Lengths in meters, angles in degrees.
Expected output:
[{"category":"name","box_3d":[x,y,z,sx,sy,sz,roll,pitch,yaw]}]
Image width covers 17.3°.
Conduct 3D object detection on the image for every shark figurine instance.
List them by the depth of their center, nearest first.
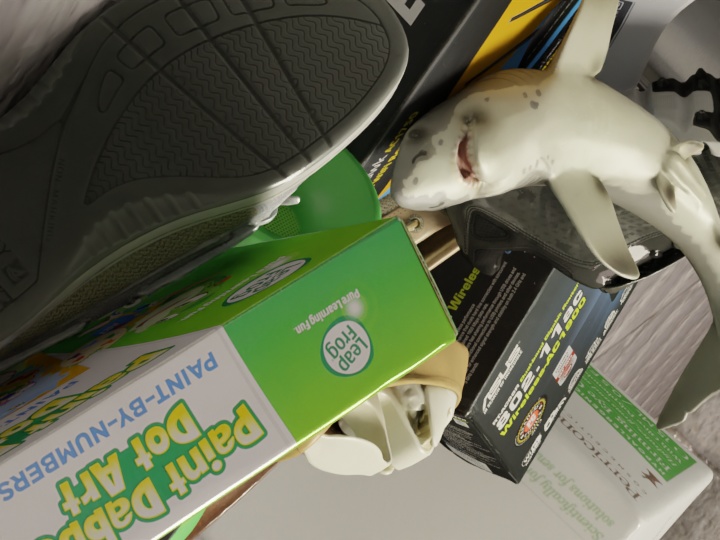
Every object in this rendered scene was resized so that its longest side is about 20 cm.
[{"category":"shark figurine","box_3d":[0.089,-0.031,0.925,0.089,0.214,0.129,0,-119,48]}]

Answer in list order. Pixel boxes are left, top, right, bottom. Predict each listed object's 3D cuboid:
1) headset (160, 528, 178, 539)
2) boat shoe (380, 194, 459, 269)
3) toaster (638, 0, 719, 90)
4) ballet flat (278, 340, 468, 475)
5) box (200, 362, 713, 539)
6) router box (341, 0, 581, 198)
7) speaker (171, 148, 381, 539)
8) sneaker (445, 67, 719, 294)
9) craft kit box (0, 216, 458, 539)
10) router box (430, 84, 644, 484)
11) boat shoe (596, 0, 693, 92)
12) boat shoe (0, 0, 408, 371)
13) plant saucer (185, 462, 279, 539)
[{"category":"headset","box_3d":[-0.145,0.099,0.798,0.200,0.094,0.124,-38,-161,-1]},{"category":"boat shoe","box_3d":[0.000,0.000,1.057,0.200,0.065,0.072,-41,168,-21]},{"category":"toaster","box_3d":[0.206,-0.154,1.118,0.181,0.119,0.200,-52,167,27]},{"category":"ballet flat","box_3d":[0.000,0.060,1.014,0.068,0.063,0.200,-33,162,21]},{"category":"box","box_3d":[0.057,0.134,1.380,0.200,0.199,0.171,-52,166,19]},{"category":"router box","box_3d":[0.050,-0.112,0.879,0.149,0.051,0.200,-33,165,-46]},{"category":"speaker","box_3d":[-0.069,0.032,0.884,0.088,0.088,0.200,-32,162,-49]},{"category":"sneaker","box_3d":[0.127,-0.034,1.020,0.067,0.198,0.091,-73,159,-60]},{"category":"craft kit box","box_3d":[-0.102,0.055,0.689,0.199,0.049,0.197,-32,-165,-29]},{"category":"router box","box_3d":[0.093,-0.003,1.210,0.201,0.062,0.150,-59,159,-8]},{"category":"boat shoe","box_3d":[0.119,-0.142,0.996,0.200,0.071,0.068,116,-14,-59]},{"category":"boat shoe","box_3d":[-0.074,-0.026,0.711,0.202,0.075,0.065,-37,172,-19]},{"category":"plant saucer","box_3d":[-0.071,0.082,1.147,0.200,0.037,0.200,-41,170,-9]}]
